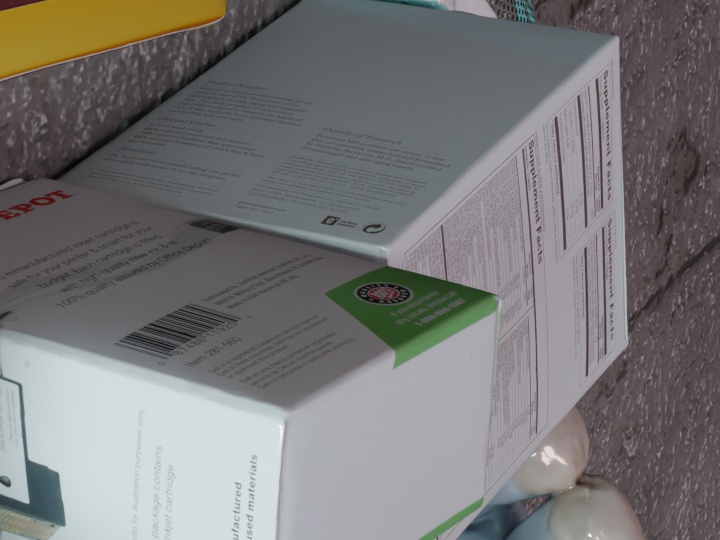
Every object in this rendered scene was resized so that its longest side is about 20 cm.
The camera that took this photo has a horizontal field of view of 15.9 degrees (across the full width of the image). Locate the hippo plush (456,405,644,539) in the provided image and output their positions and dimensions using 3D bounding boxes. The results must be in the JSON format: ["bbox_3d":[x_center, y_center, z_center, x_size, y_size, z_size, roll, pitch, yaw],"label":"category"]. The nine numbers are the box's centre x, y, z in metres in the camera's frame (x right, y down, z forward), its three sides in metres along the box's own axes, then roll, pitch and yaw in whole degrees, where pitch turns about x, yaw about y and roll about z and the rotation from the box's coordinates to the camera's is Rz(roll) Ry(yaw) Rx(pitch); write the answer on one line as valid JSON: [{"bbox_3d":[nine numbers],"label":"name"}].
[{"bbox_3d":[0.012,0.126,1.145,0.160,0.200,0.160,-25,117,-27],"label":"hippo plush"}]

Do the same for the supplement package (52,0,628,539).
[{"bbox_3d":[0.000,0.000,1.047,0.200,0.151,0.151,-42,135,-48],"label":"supplement package"}]

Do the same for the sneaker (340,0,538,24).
[{"bbox_3d":[0.054,-0.128,1.188,0.200,0.077,0.092,43,58,-59],"label":"sneaker"}]

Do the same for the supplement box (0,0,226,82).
[{"bbox_3d":[-0.144,-0.163,0.749,0.197,0.132,0.201,-25,121,-56],"label":"supplement box"}]

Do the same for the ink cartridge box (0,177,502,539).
[{"bbox_3d":[-0.074,0.040,0.881,0.146,0.199,0.085,-25,124,-55],"label":"ink cartridge box"}]
